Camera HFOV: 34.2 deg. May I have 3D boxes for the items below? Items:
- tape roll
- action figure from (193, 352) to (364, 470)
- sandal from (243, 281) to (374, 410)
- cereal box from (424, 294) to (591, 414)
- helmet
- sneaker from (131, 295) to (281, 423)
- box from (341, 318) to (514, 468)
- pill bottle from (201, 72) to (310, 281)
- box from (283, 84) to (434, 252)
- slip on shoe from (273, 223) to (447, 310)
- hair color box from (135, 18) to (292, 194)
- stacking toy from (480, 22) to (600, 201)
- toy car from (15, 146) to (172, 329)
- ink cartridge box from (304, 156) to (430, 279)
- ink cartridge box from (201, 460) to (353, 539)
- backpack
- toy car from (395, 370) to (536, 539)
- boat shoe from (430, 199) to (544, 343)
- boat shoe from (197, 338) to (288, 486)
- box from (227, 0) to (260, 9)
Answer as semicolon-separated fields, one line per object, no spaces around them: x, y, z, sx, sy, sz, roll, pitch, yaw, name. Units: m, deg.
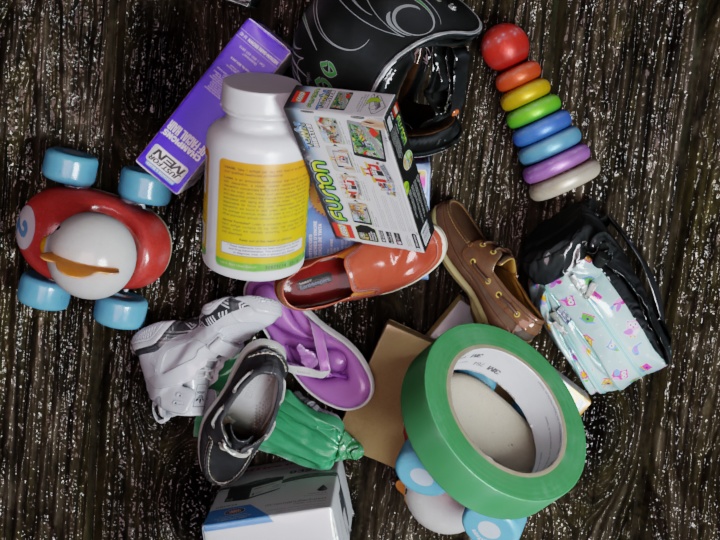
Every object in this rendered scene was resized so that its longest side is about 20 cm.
0.136;0.150;1.187;0.200;0.200;0.048;38;133;-5;tape roll
-0.087;0.177;1.369;0.200;0.055;0.118;22;103;16;action figure
-0.070;0.087;1.352;0.203;0.050;0.082;45;113;13;sandal
0.150;0.144;1.385;0.200;0.040;0.144;37;102;-5;cereal box
0.024;-0.226;1.243;0.200;0.191;0.200;-22;135;-23;helmet
-0.169;0.102;1.337;0.200;0.075;0.115;-19;73;24;sneaker
0.090;0.168;1.364;0.200;0.021;0.164;24;105;-1;box
-0.107;-0.100;1.226;0.111;0.111;0.200;6;114;0;pill bottle
0.002;-0.100;1.191;0.110;0.035;0.200;10;146;24;box
0.000;0.000;1.281;0.200;0.061;0.074;-17;100;4;slip on shoe
-0.157;-0.183;1.302;0.065;0.109;0.200;38;98;-5;hair color box
0.192;-0.183;1.311;0.085;0.085;0.200;-24;95;5;stacking toy
-0.308;-0.025;1.287;0.177;0.200;0.185;14;100;-1;toy car
-0.021;-0.061;1.338;0.200;0.076;0.137;1;100;3;ink cartridge box
-0.089;0.284;1.336;0.145;0.200;0.084;-10;97;3;ink cartridge box
0.265;0.037;1.319;0.127;0.167;0.200;-28;102;22;backpack
0.095;0.221;1.296;0.177;0.184;0.200;39;132;-5;toy car
0.145;-0.002;1.310;0.068;0.072;0.200;-41;61;30;boat shoe
-0.131;0.171;1.309;0.074;0.060;0.200;20;116;-17;boat shoe
-0.187;-0.394;1.276;0.200;0.086;0.164;17;100;-2;box
